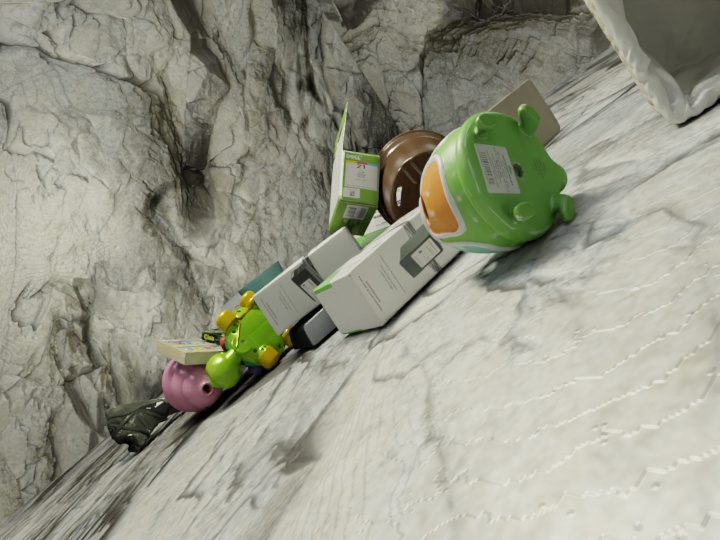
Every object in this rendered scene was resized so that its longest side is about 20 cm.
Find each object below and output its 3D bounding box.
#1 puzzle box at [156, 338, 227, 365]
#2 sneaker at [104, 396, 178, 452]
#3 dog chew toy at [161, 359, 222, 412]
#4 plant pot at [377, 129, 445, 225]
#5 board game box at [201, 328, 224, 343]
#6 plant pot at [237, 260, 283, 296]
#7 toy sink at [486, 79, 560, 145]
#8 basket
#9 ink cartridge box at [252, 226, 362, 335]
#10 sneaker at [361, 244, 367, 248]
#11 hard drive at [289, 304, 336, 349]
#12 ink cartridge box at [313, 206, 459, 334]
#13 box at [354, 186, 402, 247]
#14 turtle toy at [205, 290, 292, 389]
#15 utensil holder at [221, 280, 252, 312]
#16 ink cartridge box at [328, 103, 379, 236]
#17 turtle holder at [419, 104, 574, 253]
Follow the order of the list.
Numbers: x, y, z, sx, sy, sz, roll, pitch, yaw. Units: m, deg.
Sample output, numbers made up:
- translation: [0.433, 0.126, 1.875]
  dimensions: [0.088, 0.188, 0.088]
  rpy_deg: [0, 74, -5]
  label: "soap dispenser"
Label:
- translation: [-0.305, 0.165, 1.123]
  dimensions: [0.131, 0.026, 0.197]
  rpy_deg: [8, 2, 44]
  label: "puzzle box"
- translation: [-0.511, 0.375, 1.319]
  dimensions: [0.195, 0.117, 0.076]
  rpy_deg: [-6, -19, -37]
  label: "sneaker"
- translation: [-0.338, 0.232, 1.111]
  dimensions: [0.124, 0.126, 0.198]
  rpy_deg: [-39, 13, -26]
  label: "dog chew toy"
- translation: [0.119, -0.145, 0.974]
  dimensions: [0.198, 0.202, 0.199]
  rpy_deg: [-35, 14, 8]
  label: "plant pot"
- translation: [-0.247, 0.137, 1.206]
  dimensions: [0.102, 0.024, 0.199]
  rpy_deg: [8, 7, 26]
  label: "board game box"
- translation: [-0.357, 0.087, 2.128]
  dimensions: [0.199, 0.163, 0.201]
  rpy_deg: [-37, 5, 4]
  label: "plant pot"
- translation: [0.309, -0.288, 1.148]
  dimensions: [0.199, 0.132, 0.111]
  rpy_deg: [-41, 7, -31]
  label: "toy sink"
- translation: [0.364, -0.299, 0.580]
  dimensions: [0.198, 0.201, 0.161]
  rpy_deg: [-34, 2, 25]
  label: "basket"
- translation: [-0.083, 0.012, 0.976]
  dimensions: [0.198, 0.085, 0.145]
  rpy_deg: [-36, 5, 4]
  label: "ink cartridge box"
- translation: [0.000, 0.000, 1.092]
  dimensions: [0.195, 0.079, 0.078]
  rpy_deg: [-17, 15, 12]
  label: "sneaker"
- translation: [-0.039, 0.061, 0.966]
  dimensions: [0.199, 0.043, 0.134]
  rpy_deg: [-40, 6, -24]
  label: "hard drive"
- translation: [0.046, -0.008, 0.777]
  dimensions: [0.199, 0.085, 0.145]
  rpy_deg: [-40, 6, -26]
  label: "ink cartridge box"
- translation: [0.050, -0.109, 1.208]
  dimensions: [0.140, 0.037, 0.202]
  rpy_deg: [-19, 33, 4]
  label: "box"
- translation: [-0.218, 0.144, 1.042]
  dimensions: [0.200, 0.145, 0.102]
  rpy_deg: [-44, -9, -51]
  label: "turtle toy"
- translation: [-0.573, 0.181, 2.708]
  dimensions: [0.198, 0.171, 0.170]
  rpy_deg: [-38, 5, 8]
  label: "utensil holder"
- translation: [-0.012, -0.191, 1.041]
  dimensions: [0.073, 0.206, 0.148]
  rpy_deg: [6, -18, -9]
  label: "ink cartridge box"
- translation: [0.142, -0.094, 0.584]
  dimensions: [0.185, 0.142, 0.131]
  rpy_deg: [-43, 8, -39]
  label: "turtle holder"
